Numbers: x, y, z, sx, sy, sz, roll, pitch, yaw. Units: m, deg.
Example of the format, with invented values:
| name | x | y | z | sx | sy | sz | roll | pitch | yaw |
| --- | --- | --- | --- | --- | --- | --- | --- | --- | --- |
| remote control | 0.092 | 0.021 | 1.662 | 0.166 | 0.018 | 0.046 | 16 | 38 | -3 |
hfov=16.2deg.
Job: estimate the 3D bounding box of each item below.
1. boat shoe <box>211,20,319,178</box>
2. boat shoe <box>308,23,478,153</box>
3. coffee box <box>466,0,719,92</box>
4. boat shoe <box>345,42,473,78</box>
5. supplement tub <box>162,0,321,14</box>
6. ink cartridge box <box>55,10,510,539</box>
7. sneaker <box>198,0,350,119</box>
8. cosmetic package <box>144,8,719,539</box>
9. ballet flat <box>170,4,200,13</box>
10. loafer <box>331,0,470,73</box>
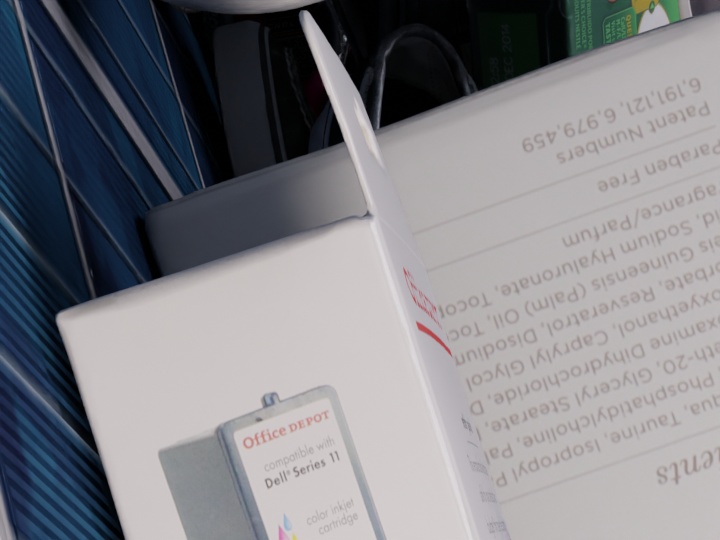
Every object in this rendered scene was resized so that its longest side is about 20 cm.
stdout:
| name | x | y | z | sx | sy | sz | roll | pitch | yaw |
| --- | --- | --- | --- | --- | --- | --- | --- | --- | --- |
| boat shoe | 0.000 | 0.000 | 0.920 | 0.071 | 0.064 | 0.200 | -56 | 127 | -85 |
| boat shoe | 0.024 | 0.014 | 0.838 | 0.068 | 0.074 | 0.199 | 126 | -32 | -61 |
| coffee box | 0.108 | -0.089 | 0.936 | 0.200 | 0.044 | 0.123 | -29 | 119 | -51 |
| boat shoe | 0.011 | -0.010 | 0.987 | 0.072 | 0.065 | 0.200 | -125 | -144 | -48 |
| supplement tub | -0.036 | -0.156 | 0.710 | 0.200 | 0.122 | 0.123 | -99 | 170 | -66 |
| ink cartridge box | -0.005 | 0.058 | 0.520 | 0.117 | 0.067 | 0.200 | 43 | 29 | -81 |
| sneaker | -0.038 | -0.147 | 0.980 | 0.075 | 0.081 | 0.200 | -62 | 134 | -82 |
| cosmetic package | 0.057 | 0.051 | 0.715 | 0.167 | 0.166 | 0.200 | 5 | 65 | -86 |
| ballet flat | -0.049 | -0.174 | 0.916 | 0.200 | 0.067 | 0.068 | -65 | 148 | -29 |
| loafer | -0.007 | -0.154 | 0.856 | 0.068 | 0.070 | 0.201 | 31 | -27 | 52 |
